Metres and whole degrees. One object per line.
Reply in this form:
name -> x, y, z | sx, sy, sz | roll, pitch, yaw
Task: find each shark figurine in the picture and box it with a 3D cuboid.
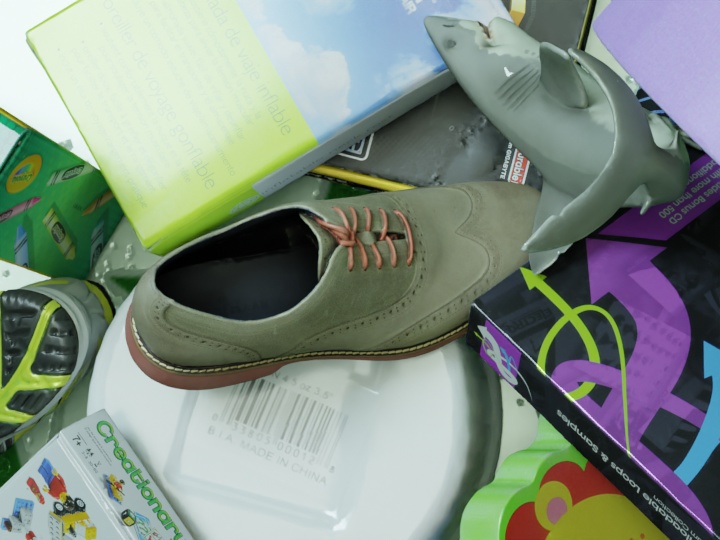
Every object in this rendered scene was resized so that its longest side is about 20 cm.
shark figurine -> 0.090, -0.036, 0.722 | 0.128, 0.215, 0.090 | 28, 100, -18

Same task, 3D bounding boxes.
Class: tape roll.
tape roll -> 0.187, -0.055, 0.708 | 0.200, 0.200, 0.066 | 43, 105, 8

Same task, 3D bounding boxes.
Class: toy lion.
toy lion -> 0.119, 0.119, 0.789 | 0.191, 0.069, 0.200 | 5, 84, -34

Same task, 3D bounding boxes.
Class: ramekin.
ramekin -> -0.034, 0.069, 0.846 | 0.200, 0.098, 0.201 | -1, 85, 6

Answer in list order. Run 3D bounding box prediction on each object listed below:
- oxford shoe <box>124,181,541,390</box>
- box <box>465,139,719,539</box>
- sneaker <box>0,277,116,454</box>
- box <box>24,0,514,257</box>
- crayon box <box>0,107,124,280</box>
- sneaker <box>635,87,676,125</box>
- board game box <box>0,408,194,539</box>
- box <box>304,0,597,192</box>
oxford shoe -> 0.000, 0.000, 0.756 | 0.200, 0.075, 0.071 | -18, 73, -16
box -> 0.163, 0.047, 0.745 | 0.143, 0.036, 0.200 | -36, 65, -21
sneaker -> -0.194, 0.070, 0.873 | 0.200, 0.076, 0.075 | -30, 89, 26
box -> -0.042, -0.109, 0.839 | 0.200, 0.048, 0.122 | -31, 83, 3
crayon box -> -0.187, -0.054, 0.821 | 0.119, 0.200, 0.058 | 31, 88, 8
sneaker -> 0.161, -0.065, 0.857 | 0.070, 0.078, 0.200 | 23, 109, 5
board game box -> -0.143, 0.166, 0.826 | 0.200, 0.035, 0.126 | -41, 81, 39
box -> 0.035, -0.134, 0.881 | 0.159, 0.049, 0.200 | 14, 87, 9
